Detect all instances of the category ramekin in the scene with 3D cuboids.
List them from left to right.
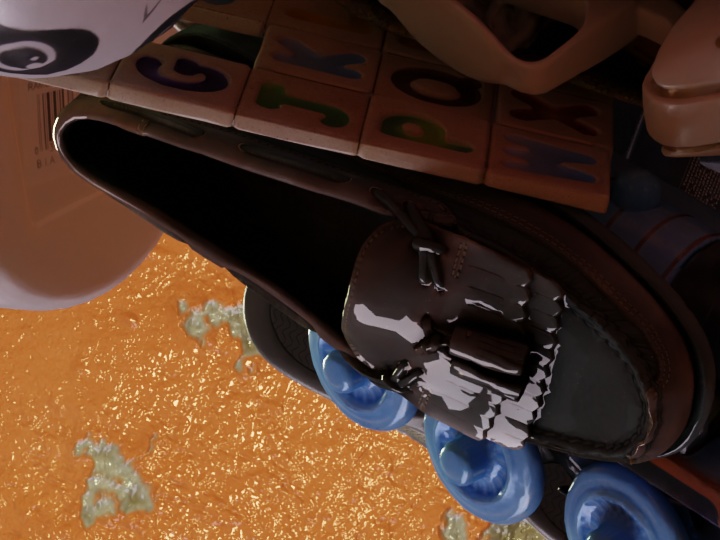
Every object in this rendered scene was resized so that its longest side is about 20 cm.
[{"bbox_3d":[-0.161,-0.076,1.257,0.097,0.201,0.200,11,172,35],"label":"ramekin"}]

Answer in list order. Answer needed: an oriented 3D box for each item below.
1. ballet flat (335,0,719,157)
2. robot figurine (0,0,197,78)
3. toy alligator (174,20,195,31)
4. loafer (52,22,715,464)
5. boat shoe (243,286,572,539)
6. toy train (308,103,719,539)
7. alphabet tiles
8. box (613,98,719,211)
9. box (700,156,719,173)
[{"bbox_3d":[0.075,-0.066,0.740,0.199,0.071,0.071,23,178,23],"label":"ballet flat"},{"bbox_3d":[-0.118,-0.119,0.699,0.200,0.151,0.125,20,161,36],"label":"robot figurine"},{"bbox_3d":[0.008,-0.090,1.136,0.199,0.059,0.054,23,-142,-25],"label":"toy alligator"},{"bbox_3d":[0.000,0.000,0.739,0.200,0.072,0.063,32,-144,30],"label":"loafer"},{"bbox_3d":[0.055,0.045,0.944,0.201,0.075,0.065,25,-176,6],"label":"boat shoe"},{"bbox_3d":[0.059,0.013,0.790,0.087,0.115,0.200,-26,-135,-36],"label":"toy train"},{"bbox_3d":[-0.008,-0.077,0.799,0.166,0.008,0.200,13,-154,-1],"label":"alphabet tiles"},{"bbox_3d":[0.055,-0.046,0.983,0.148,0.107,0.200,21,178,21],"label":"box"},{"bbox_3d":[0.226,-0.015,0.855,0.199,0.049,0.158,22,177,-17],"label":"box"}]
